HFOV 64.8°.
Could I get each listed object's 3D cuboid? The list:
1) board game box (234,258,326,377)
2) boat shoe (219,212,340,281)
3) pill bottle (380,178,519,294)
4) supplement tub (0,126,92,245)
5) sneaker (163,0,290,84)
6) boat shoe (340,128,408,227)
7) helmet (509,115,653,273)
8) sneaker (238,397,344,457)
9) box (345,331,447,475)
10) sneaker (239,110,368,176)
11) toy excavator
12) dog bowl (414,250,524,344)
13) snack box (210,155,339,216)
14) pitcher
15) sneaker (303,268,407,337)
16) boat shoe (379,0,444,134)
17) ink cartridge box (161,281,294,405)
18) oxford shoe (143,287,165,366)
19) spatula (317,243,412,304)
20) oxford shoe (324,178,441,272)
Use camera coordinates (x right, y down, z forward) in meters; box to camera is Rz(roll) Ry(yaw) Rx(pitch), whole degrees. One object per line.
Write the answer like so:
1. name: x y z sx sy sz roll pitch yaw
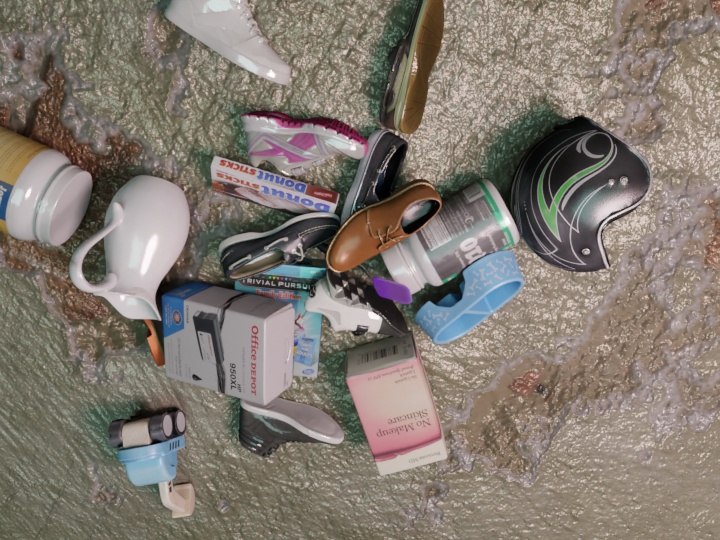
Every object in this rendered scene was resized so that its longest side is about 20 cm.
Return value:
1. board game box: -0.139 0.077 0.969 0.149 0.047 0.202 5 109 -2
2. boat shoe: -0.121 -0.034 0.889 0.198 0.061 0.076 -19 151 1
3. pill bottle: 0.136 -0.047 0.891 0.199 0.113 0.114 -29 106 10
4. supplement tub: -0.528 -0.133 0.849 0.198 0.145 0.146 23 107 -7
5. sneaker: -0.169 -0.362 0.808 0.199 0.074 0.116 31 109 -8
6. boat shoe: 0.027 -0.115 0.884 0.066 0.070 0.202 27 104 35
7. helmet: 0.316 -0.102 0.832 0.199 0.200 0.191 36 108 -11
8. sneaker: -0.132 0.297 1.034 0.198 0.071 0.100 18 110 1
9. box: 0.062 0.230 0.986 0.127 0.109 0.202 -17 107 5
10. sneaker: -0.086 -0.187 0.865 0.198 0.081 0.089 11 113 10
11. toy excavator: -0.363 0.359 1.028 0.099 0.195 0.202 -8 80 3
12. dog bowl: 0.177 0.049 0.909 0.111 0.050 0.200 8 136 -49
13. snack box: -0.135 -0.123 0.891 0.198 0.072 0.025 16 63 -5
14. pitcher: -0.338 -0.045 0.837 0.120 0.172 0.202 3 70 18
15. sneaker: -0.008 0.070 0.941 0.199 0.075 0.088 31 121 -32
16. boat shoe: 0.069 -0.305 0.828 0.064 0.073 0.202 19 98 31
17. ink cartridge box: -0.212 0.112 0.908 0.198 0.084 0.146 10 108 22
18. oxford shoe: -0.338 0.061 0.963 0.072 0.071 0.202 -16 113 -15
19. spatula: 0.000 0.000 0.899 0.021 0.199 0.057 -45 146 -18
20. oxford shoe: 0.032 -0.060 0.837 0.199 0.071 0.071 -37 119 6
